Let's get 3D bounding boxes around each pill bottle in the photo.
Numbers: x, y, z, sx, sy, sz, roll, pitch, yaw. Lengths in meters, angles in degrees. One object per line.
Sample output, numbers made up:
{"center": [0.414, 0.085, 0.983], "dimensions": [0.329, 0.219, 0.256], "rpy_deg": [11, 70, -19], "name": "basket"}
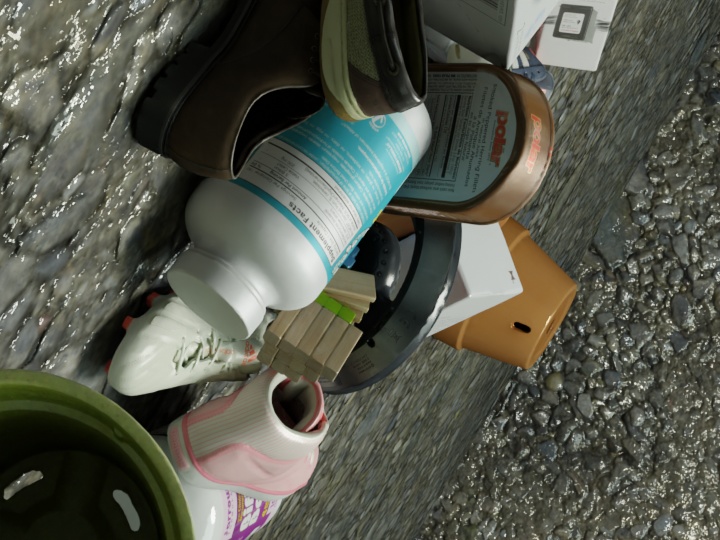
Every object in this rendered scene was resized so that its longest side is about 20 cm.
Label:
{"center": [-0.141, 0.177, 1.122], "dimensions": [0.113, 0.111, 0.200], "rpy_deg": [-62, 166, 14], "name": "pill bottle"}
{"center": [-0.045, -0.052, 0.981], "dimensions": [0.201, 0.110, 0.111], "rpy_deg": [-52, 165, -21], "name": "pill bottle"}

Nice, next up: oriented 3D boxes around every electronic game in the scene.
{"center": [0.000, 0.000, 1.127], "dimensions": [0.041, 0.199, 0.202], "rpy_deg": [30, 92, -40], "name": "electronic game"}

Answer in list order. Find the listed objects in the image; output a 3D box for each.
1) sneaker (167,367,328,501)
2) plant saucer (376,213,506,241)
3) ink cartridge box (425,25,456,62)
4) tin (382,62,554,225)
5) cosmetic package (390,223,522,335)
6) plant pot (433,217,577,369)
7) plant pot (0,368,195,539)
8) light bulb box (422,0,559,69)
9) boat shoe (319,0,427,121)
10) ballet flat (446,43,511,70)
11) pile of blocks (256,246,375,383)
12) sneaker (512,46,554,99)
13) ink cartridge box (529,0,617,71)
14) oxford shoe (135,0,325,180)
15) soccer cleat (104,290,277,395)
{"center": [-0.055, 0.122, 1.094], "dimensions": [0.104, 0.076, 0.200], "rpy_deg": [-29, 163, 17], "name": "sneaker"}
{"center": [0.052, -0.037, 1.270], "dimensions": [0.197, 0.038, 0.200], "rpy_deg": [-19, 167, -4], "name": "plant saucer"}
{"center": [0.116, -0.248, 1.260], "dimensions": [0.161, 0.047, 0.200], "rpy_deg": [-59, 165, 3], "name": "ink cartridge box"}
{"center": [0.054, -0.095, 1.052], "dimensions": [0.042, 0.198, 0.114], "rpy_deg": [10, 88, -44], "name": "tin"}
{"center": [0.028, 0.026, 1.245], "dimensions": [0.198, 0.072, 0.101], "rpy_deg": [-26, 168, 31], "name": "cosmetic package"}
{"center": [0.210, 0.042, 2.005], "dimensions": [0.201, 0.139, 0.201], "rpy_deg": [-53, 164, -22], "name": "plant pot"}
{"center": [-0.187, 0.166, 0.834], "dimensions": [0.202, 0.199, 0.184], "rpy_deg": [-56, 177, -8], "name": "plant pot"}
{"center": [0.112, -0.289, 1.000], "dimensions": [0.201, 0.124, 0.199], "rpy_deg": [-52, 164, -20], "name": "light bulb box"}
{"center": [0.016, -0.190, 0.844], "dimensions": [0.073, 0.064, 0.203], "rpy_deg": [-6, 97, -65], "name": "boat shoe"}
{"center": [0.094, -0.153, 1.140], "dimensions": [0.200, 0.068, 0.072], "rpy_deg": [-69, 154, -72], "name": "ballet flat"}
{"center": [-0.037, 0.008, 1.071], "dimensions": [0.062, 0.081, 0.202], "rpy_deg": [122, -24, -46], "name": "pile of blocks"}
{"center": [0.136, -0.173, 1.339], "dimensions": [0.075, 0.084, 0.200], "rpy_deg": [-59, 178, 27], "name": "sneaker"}
{"center": [0.211, -0.280, 1.398], "dimensions": [0.201, 0.066, 0.117], "rpy_deg": [96, 1, -60], "name": "ink cartridge box"}
{"center": [-0.044, -0.131, 0.875], "dimensions": [0.201, 0.084, 0.073], "rpy_deg": [-55, 164, -19], "name": "oxford shoe"}
{"center": [-0.111, 0.052, 1.036], "dimensions": [0.070, 0.077, 0.200], "rpy_deg": [-63, 165, 19], "name": "soccer cleat"}
